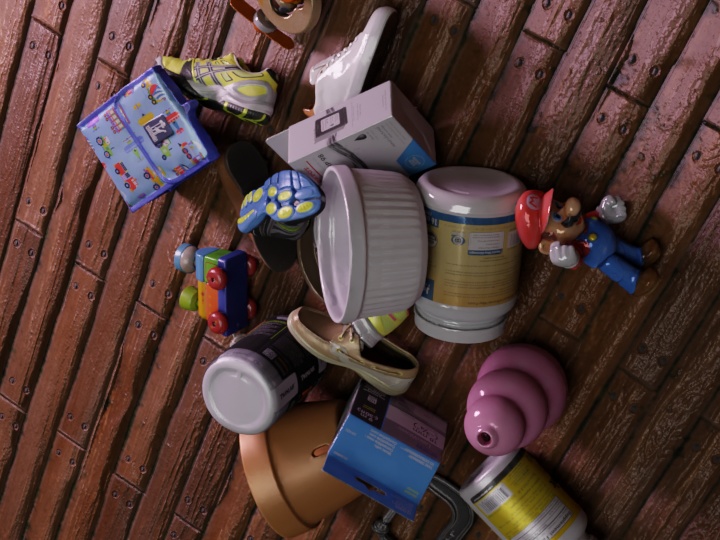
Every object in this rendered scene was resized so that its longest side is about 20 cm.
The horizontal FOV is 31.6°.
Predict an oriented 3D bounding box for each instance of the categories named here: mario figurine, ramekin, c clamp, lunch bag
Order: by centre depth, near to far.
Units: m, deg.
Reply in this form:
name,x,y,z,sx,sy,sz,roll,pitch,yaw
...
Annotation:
name,x,y,z,sx,sy,sz,roll,pitch,yaw
mario figurine,0.283,-0.046,1.552,0.200,0.123,0.106,24,100,-13
ramekin,0.015,-0.036,1.616,0.105,0.200,0.201,-3,114,-14
lunch bag,-0.283,-0.194,1.791,0.200,0.094,0.151,-26,98,46
c clamp,0.081,0.354,1.897,0.171,0.027,0.200,30,119,7

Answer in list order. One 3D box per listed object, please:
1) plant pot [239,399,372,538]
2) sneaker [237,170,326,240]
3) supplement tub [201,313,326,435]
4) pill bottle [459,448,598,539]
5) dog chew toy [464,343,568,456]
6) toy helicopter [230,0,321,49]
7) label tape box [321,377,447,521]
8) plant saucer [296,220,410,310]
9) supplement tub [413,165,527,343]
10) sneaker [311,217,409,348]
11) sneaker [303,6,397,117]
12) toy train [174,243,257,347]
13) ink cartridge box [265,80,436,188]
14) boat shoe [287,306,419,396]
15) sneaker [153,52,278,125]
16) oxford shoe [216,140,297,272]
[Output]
name,x,y,z,sx,sy,sz,roll,pitch,yaw
plant pot,-0.070,0.272,1.850,0.140,0.200,0.200,-21,100,15
sneaker,-0.095,-0.084,1.698,0.200,0.083,0.071,-17,62,61
supplement tub,-0.126,0.140,1.807,0.122,0.200,0.123,10,114,24
pill bottle,0.242,0.341,1.757,0.200,0.111,0.111,47,122,3
dog chew toy,0.195,0.176,1.661,0.124,0.200,0.125,10,115,23
toy helicopter,-0.133,-0.379,1.693,0.200,0.079,0.132,35,131,22
label tape box,0.039,0.239,1.747,0.144,0.200,0.063,29,111,-2
plant saucer,0.005,-0.022,1.779,0.200,0.029,0.200,10,114,23
supplement tub,0.137,-0.022,1.644,0.144,0.145,0.200,13,115,22
sneaker,0.000,0.000,1.740,0.090,0.078,0.200,-28,88,3
sneaker,-0.021,-0.268,1.666,0.085,0.073,0.200,33,122,8
toy train,-0.222,0.059,1.898,0.116,0.085,0.200,17,117,31
ink cartridge box,-0.015,-0.155,1.668,0.200,0.067,0.116,-22,139,25
boat shoe,-0.006,0.101,1.791,0.200,0.074,0.066,28,134,-8
sneaker,-0.197,-0.265,1.770,0.200,0.075,0.077,23,86,21
oxford shoe,-0.149,-0.091,1.819,0.071,0.071,0.200,2,117,58
